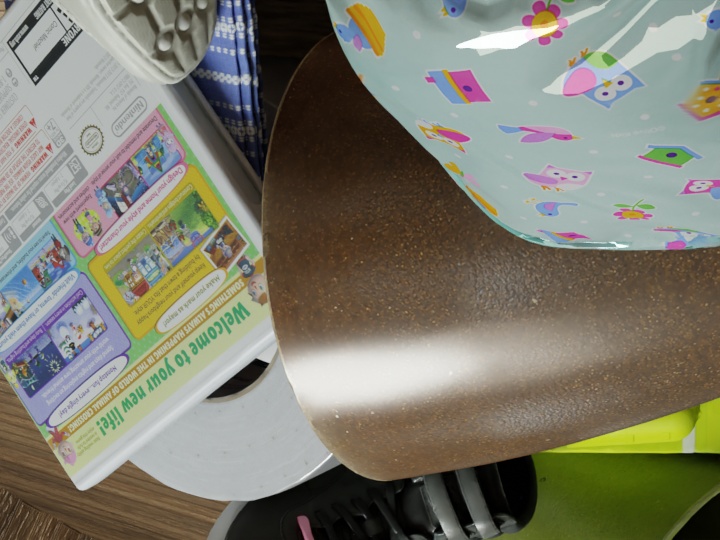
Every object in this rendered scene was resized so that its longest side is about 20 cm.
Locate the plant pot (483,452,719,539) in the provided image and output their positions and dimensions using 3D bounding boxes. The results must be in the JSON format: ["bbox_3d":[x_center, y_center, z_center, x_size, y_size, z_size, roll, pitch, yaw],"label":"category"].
[{"bbox_3d":[0.139,0.165,1.002,0.187,0.188,0.199,37,171,-40],"label":"plant pot"}]

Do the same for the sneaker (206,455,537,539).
[{"bbox_3d":[0.011,0.118,0.852,0.099,0.071,0.199,-23,177,40],"label":"sneaker"}]

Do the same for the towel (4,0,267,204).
[{"bbox_3d":[-0.095,-0.080,0.756,0.144,0.024,0.202,13,118,34],"label":"towel"}]

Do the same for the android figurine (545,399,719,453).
[{"bbox_3d":[0.147,0.071,0.959,0.197,0.042,0.182,-2,-176,7],"label":"android figurine"}]

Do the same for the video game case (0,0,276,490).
[{"bbox_3d":[-0.121,-0.018,0.776,0.200,0.022,0.183,-38,84,42],"label":"video game case"}]

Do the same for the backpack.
[{"bbox_3d":[0.069,-0.090,0.529,0.165,0.128,0.200,10,163,27],"label":"backpack"}]

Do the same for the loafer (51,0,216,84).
[{"bbox_3d":[-0.118,-0.154,0.649,0.069,0.070,0.201,10,141,42],"label":"loafer"}]

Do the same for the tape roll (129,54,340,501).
[{"bbox_3d":[-0.058,0.003,0.822,0.199,0.203,0.066,13,-162,30],"label":"tape roll"}]

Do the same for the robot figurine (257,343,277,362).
[{"bbox_3d":[-0.025,0.040,1.028,0.169,0.113,0.200,35,-178,-2],"label":"robot figurine"}]

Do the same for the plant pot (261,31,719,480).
[{"bbox_3d":[0.093,-0.013,0.685,0.198,0.189,0.187,-4,152,29],"label":"plant pot"}]
